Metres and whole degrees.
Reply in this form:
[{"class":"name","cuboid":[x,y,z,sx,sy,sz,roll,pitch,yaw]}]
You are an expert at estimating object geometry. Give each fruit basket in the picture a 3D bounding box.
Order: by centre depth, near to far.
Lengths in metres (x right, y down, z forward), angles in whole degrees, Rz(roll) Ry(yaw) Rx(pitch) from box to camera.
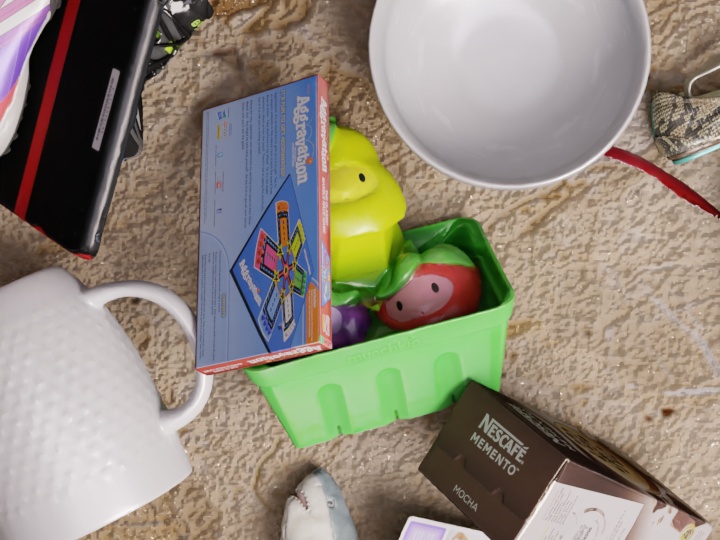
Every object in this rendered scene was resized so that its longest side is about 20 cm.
[{"class":"fruit basket","cuboid":[0.000,0.000,1.106,0.212,0.156,0.218,-5,119,-8]}]

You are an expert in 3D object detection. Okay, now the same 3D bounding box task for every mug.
[{"class":"mug","cuboid":[-0.199,0.084,1.089,0.198,0.148,0.177,-24,93,10]}]

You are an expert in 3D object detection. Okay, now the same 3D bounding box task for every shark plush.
[{"class":"shark plush","cuboid":[0.006,0.252,1.191,0.200,0.091,0.083,46,64,-8]}]

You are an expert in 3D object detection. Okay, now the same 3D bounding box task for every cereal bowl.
[{"class":"cereal bowl","cuboid":[0.106,-0.155,1.096,0.197,0.083,0.203,0,88,6]}]

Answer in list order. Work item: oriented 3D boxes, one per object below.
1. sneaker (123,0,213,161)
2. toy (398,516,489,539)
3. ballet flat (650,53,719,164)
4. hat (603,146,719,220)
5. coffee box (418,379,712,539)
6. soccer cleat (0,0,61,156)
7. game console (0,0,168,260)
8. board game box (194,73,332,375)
[{"class":"sneaker","cuboid":[-0.149,-0.175,1.084,0.082,0.071,0.202,13,97,-2]},{"class":"toy","cuboid":[0.102,0.267,1.182,0.198,0.047,0.116,19,100,-27]},{"class":"ballet flat","cuboid":[0.312,-0.140,1.143,0.197,0.068,0.076,-15,96,1]},{"class":"hat","cuboid":[0.302,-0.059,1.159,0.175,0.200,0.166,37,82,26]},{"class":"coffee box","cuboid":[0.152,0.165,1.117,0.199,0.113,0.080,27,99,-43]},{"class":"soccer cleat","cuboid":[-0.251,-0.173,1.026,0.073,0.068,0.202,6,109,-45]},{"class":"game console","cuboid":[-0.201,-0.128,1.045,0.031,0.176,0.203,5,106,-45]},{"class":"board game box","cuboid":[-0.068,-0.033,1.069,0.102,0.019,0.203,-13,64,28]}]
